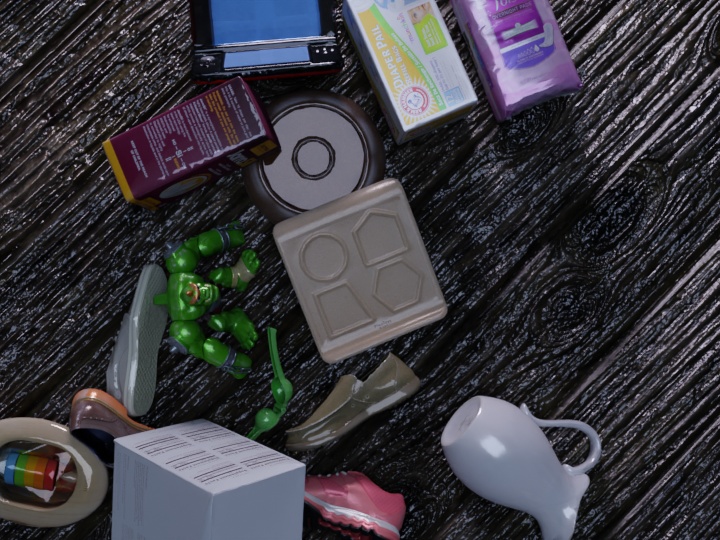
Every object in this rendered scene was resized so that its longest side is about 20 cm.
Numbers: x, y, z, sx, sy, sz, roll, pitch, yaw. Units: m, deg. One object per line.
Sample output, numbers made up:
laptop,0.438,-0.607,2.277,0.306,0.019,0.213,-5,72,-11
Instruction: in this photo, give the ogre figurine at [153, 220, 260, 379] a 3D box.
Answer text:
ogre figurine,-0.198,0.038,1.421,0.119,0.098,0.202,1,101,-37

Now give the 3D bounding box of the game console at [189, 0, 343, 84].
game console,-0.128,-0.328,1.445,0.198,0.173,0.120,-6,114,-3

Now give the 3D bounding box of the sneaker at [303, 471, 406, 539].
sneaker,-0.032,0.300,1.445,0.199,0.074,0.087,23,52,7

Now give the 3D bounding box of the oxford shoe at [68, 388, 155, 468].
oxford shoe,-0.292,0.236,1.397,0.200,0.073,0.071,38,117,-22

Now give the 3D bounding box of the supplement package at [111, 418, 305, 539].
supplement package,-0.187,0.308,1.321,0.146,0.199,0.193,-8,107,-45

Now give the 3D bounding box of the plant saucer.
plant saucer,-0.064,-0.149,1.478,0.198,0.032,0.202,0,86,-2

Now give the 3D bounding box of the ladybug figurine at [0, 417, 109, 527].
ladybug figurine,-0.418,0.256,1.411,0.198,0.072,0.137,14,91,0

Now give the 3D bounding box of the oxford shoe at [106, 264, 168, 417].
oxford shoe,-0.296,0.090,1.436,0.057,0.075,0.202,6,85,25

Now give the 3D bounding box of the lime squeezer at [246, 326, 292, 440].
lime squeezer,-0.126,0.178,1.440,0.038,0.070,0.201,23,92,35

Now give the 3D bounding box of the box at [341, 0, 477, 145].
box,0.063,-0.284,1.456,0.112,0.101,0.201,-24,88,-4

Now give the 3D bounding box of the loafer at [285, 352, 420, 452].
loafer,-0.018,0.174,1.443,0.199,0.076,0.068,-28,88,-14

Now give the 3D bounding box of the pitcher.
pitcher,0.217,0.238,1.438,0.200,0.121,0.172,39,65,-11

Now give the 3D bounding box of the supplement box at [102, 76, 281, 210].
supplement box,-0.215,-0.161,1.414,0.199,0.110,0.086,-25,84,5

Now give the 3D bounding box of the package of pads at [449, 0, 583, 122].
package of pads,0.209,-0.313,1.480,0.120,0.076,0.201,-21,88,-7

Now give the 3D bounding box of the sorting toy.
sorting toy,0.000,0.000,1.462,0.184,0.036,0.201,-22,95,-4
